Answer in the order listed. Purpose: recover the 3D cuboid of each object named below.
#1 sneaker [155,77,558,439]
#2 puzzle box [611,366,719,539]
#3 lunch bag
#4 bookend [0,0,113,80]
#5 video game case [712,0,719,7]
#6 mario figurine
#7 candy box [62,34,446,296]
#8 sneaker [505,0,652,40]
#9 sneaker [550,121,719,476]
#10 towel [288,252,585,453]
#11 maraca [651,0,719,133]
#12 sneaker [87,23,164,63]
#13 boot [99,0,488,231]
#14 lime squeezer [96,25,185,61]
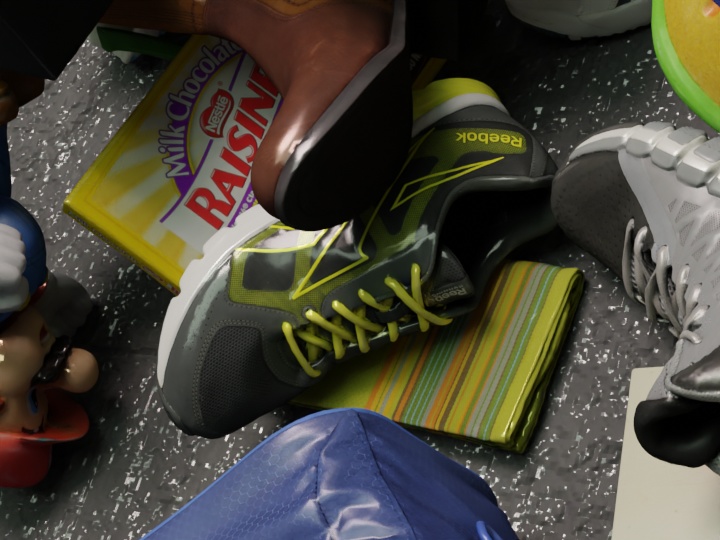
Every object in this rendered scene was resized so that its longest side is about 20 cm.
[{"bbox_3d":[0.000,0.000,0.795,0.200,0.075,0.085,-44,44,-7],"label":"sneaker"},{"bbox_3d":[0.184,0.094,0.673,0.199,0.025,0.134,-5,60,31],"label":"puzzle box"},{"bbox_3d":[-0.010,0.156,0.684,0.200,0.136,0.133,-39,49,17],"label":"lunch bag"},{"bbox_3d":[-0.102,-0.165,0.756,0.198,0.092,0.200,17,67,40],"label":"bookend"},{"bbox_3d":[0.216,-0.122,0.654,0.181,0.200,0.045,-52,7,-22],"label":"video game case"},{"bbox_3d":[-0.152,0.006,0.870,0.106,0.123,0.201,17,117,37],"label":"mario figurine"},{"bbox_3d":[-0.037,-0.077,0.872,0.102,0.026,0.200,36,77,0],"label":"candy box"},{"bbox_3d":[0.131,-0.185,0.807,0.199,0.130,0.080,-21,51,22],"label":"sneaker"},{"bbox_3d":[0.119,0.014,0.699,0.115,0.075,0.200,-45,37,-21],"label":"sneaker"},{"bbox_3d":[0.001,0.026,0.843,0.199,0.018,0.086,8,62,38],"label":"towel"},{"bbox_3d":[0.210,-0.093,0.721,0.199,0.107,0.138,10,72,10],"label":"maraca"},{"bbox_3d":[-0.140,-0.173,0.935,0.076,0.200,0.081,27,81,32],"label":"sneaker"},{"bbox_3d":[-0.066,-0.107,0.799,0.199,0.069,0.189,16,55,17],"label":"boot"},{"bbox_3d":[-0.031,-0.122,0.924,0.199,0.071,0.038,-26,17,-20],"label":"lime squeezer"}]
